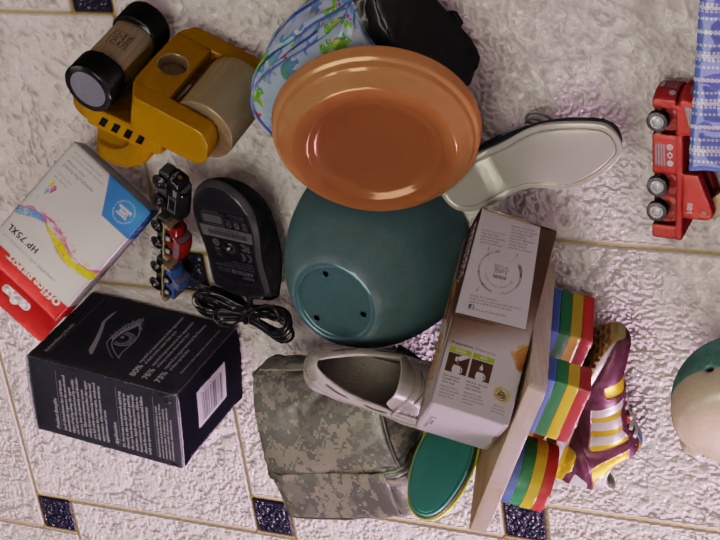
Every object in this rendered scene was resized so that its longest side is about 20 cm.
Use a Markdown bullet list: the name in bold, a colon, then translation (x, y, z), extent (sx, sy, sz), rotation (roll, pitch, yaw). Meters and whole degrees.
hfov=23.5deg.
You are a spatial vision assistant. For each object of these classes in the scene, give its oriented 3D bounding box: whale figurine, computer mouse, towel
- **whale figurine**: translation (0.385, 0.140, 1.688), extent (0.158, 0.104, 0.200), rotation (-19, 133, 34)
- **computer mouse**: translation (-0.129, -0.024, 1.873), extent (0.138, 0.053, 0.201), rotation (18, 133, 29)
- **towel**: translation (0.363, -0.177, 1.506), extent (0.143, 0.024, 0.202), rotation (5, 112, 13)

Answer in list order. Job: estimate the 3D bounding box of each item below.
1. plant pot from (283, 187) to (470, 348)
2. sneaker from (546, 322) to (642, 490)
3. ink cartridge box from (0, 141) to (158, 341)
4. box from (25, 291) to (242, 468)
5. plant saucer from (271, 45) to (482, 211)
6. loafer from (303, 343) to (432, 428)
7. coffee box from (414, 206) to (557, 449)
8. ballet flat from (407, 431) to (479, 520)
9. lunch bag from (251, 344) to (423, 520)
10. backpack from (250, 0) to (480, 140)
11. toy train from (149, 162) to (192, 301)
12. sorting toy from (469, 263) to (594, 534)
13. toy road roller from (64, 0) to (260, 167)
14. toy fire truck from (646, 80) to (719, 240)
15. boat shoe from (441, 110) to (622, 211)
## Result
- **plant pot**: translation (0.000, 0.000, 1.764), extent (0.198, 0.135, 0.202), rotation (13, 124, 21)
- **sneaker**: translation (0.253, 0.139, 1.765), extent (0.089, 0.075, 0.201), rotation (17, 127, -3)
- **ink cartridge box**: translation (-0.331, -0.029, 1.899), extent (0.116, 0.067, 0.200), rotation (41, 93, -1)
- **box**: translation (-0.254, 0.121, 1.963), extent (0.198, 0.148, 0.105), rotation (13, 124, 22)
- **plant saucer**: translation (0.014, -0.123, 1.617), extent (0.198, 0.038, 0.201), rotation (2, 139, 2)
- **loafer**: translation (0.040, 0.118, 1.727), extent (0.198, 0.070, 0.071), rotation (12, 85, -6)
- **coffee box**: translation (0.120, 0.057, 1.669), extent (0.079, 0.202, 0.114), rotation (17, 162, -2)
- **ballet flat**: translation (0.100, 0.164, 1.794), extent (0.066, 0.067, 0.202), rotation (11, 78, 20)
- **lunch bag**: translation (-0.010, 0.163, 1.859), extent (0.198, 0.140, 0.169), rotation (-4, 123, 35)
- **backpack**: translation (-0.015, -0.194, 1.662), extent (0.199, 0.155, 0.163), rotation (-9, 135, 45)
- **toy train**: translation (-0.204, -0.036, 1.889), extent (0.046, 0.034, 0.201), rotation (30, 141, 17)
- **sorting toy**: translation (0.174, 0.132, 1.721), extent (0.069, 0.201, 0.200), rotation (16, 127, -3)
- **toy road roller**: translation (-0.201, -0.168, 1.784), extent (0.199, 0.123, 0.147), rotation (26, 142, 12)
- **toy fire truck**: translation (0.337, -0.074, 1.597), extent (0.140, 0.049, 0.202), rotation (7, 120, 22)
- **boat shoe**: translation (0.167, -0.109, 1.658), extent (0.199, 0.062, 0.075), rotation (-22, 109, 38)
